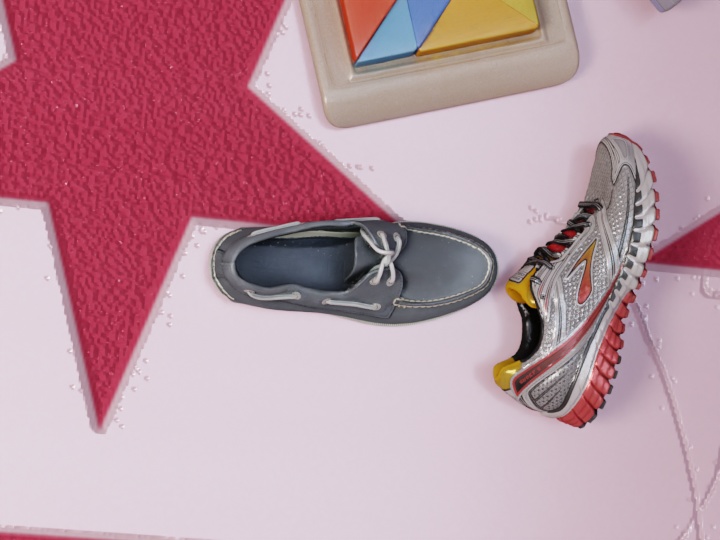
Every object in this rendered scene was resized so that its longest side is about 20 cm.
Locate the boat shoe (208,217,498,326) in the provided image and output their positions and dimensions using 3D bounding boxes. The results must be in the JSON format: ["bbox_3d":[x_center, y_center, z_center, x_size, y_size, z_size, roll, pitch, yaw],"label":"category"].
[{"bbox_3d":[0.000,0.000,1.169,0.199,0.062,0.073,2,88,-10],"label":"boat shoe"}]

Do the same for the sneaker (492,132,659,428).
[{"bbox_3d":[0.146,0.001,1.188,0.082,0.078,0.201,17,85,-8],"label":"sneaker"}]

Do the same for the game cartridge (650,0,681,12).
[{"bbox_3d":[0.188,-0.292,1.215,0.130,0.038,0.200,-42,98,-14],"label":"game cartridge"}]

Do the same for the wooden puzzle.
[{"bbox_3d":[0.046,-0.212,1.197,0.184,0.037,0.201,-12,91,-10],"label":"wooden puzzle"}]
